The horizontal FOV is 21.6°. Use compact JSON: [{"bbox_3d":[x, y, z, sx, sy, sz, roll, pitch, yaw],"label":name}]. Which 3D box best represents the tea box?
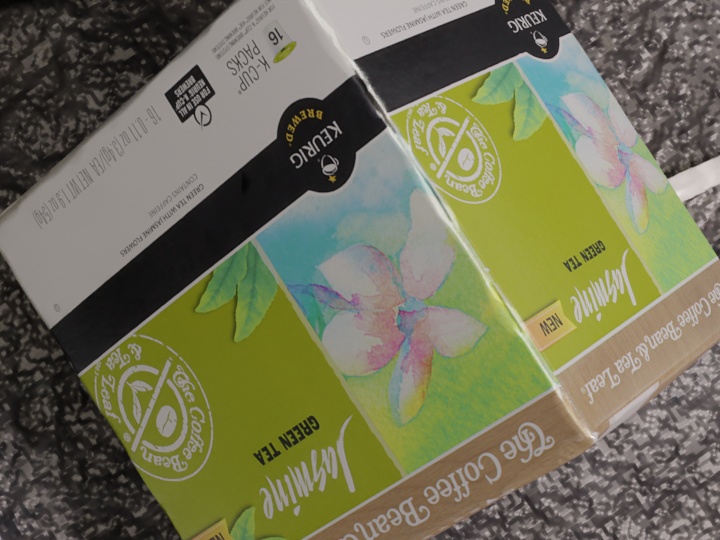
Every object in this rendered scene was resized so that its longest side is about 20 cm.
[{"bbox_3d":[0.000,0.000,0.724,0.134,0.200,0.197,-30,84,-50],"label":"tea box"}]

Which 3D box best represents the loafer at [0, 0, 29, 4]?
[{"bbox_3d":[-0.208,-0.163,0.813,0.199,0.072,0.073,9,81,-4],"label":"loafer"}]

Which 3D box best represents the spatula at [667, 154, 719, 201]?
[{"bbox_3d":[0.143,-0.037,0.852,0.199,0.021,0.057,-25,87,-7],"label":"spatula"}]
